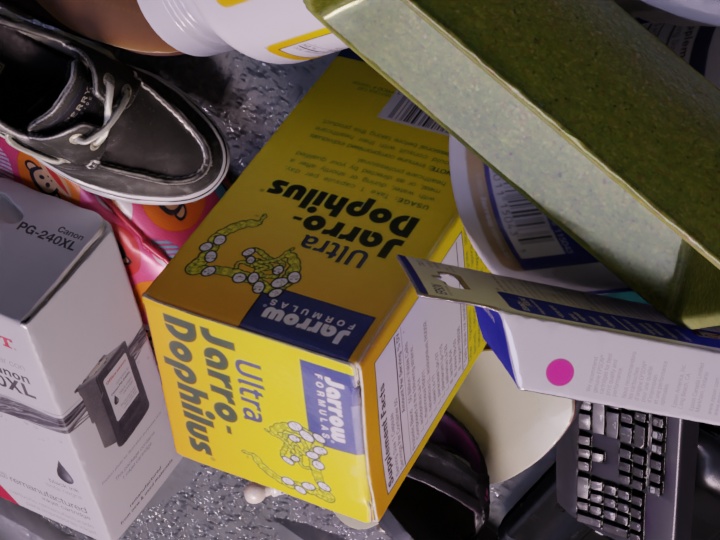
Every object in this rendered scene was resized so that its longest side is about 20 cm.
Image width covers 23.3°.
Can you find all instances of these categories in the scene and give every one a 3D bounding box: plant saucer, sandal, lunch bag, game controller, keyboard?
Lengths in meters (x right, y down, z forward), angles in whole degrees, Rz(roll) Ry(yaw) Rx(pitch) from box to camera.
[{"bbox_3d":[0.065,-0.063,0.605,0.200,0.048,0.200,41,179,3],"label":"plant saucer"},{"bbox_3d":[0.019,0.084,0.891,0.048,0.075,0.200,-40,83,26],"label":"sandal"},{"bbox_3d":[-0.149,-0.021,1.021,0.200,0.082,0.176,50,144,-19],"label":"lunch bag"},{"bbox_3d":[0.154,0.140,1.001,0.104,0.042,0.200,23,143,-7],"label":"game controller"},{"bbox_3d":[0.156,0.060,0.884,0.127,0.021,0.200,12,122,27],"label":"keyboard"}]

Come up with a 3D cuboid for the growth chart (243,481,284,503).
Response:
[{"bbox_3d":[-0.027,0.056,0.987,0.018,0.145,0.200,-118,16,-46],"label":"growth chart"}]

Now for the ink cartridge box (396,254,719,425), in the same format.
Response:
[{"bbox_3d":[0.113,0.033,0.711,0.200,0.095,0.037,13,98,-6],"label":"ink cartridge box"}]

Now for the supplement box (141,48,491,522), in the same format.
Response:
[{"bbox_3d":[0.000,0.000,0.830,0.109,0.200,0.109,16,138,22],"label":"supplement box"}]

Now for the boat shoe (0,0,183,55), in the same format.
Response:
[{"bbox_3d":[-0.163,-0.164,0.894,0.200,0.070,0.070,25,178,0],"label":"boat shoe"}]

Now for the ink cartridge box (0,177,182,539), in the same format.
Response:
[{"bbox_3d":[-0.197,0.046,0.996,0.145,0.083,0.200,19,143,26],"label":"ink cartridge box"}]

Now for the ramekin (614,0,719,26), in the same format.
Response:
[{"bbox_3d":[0.120,-0.172,0.577,0.202,0.202,0.094,41,172,-7],"label":"ramekin"}]

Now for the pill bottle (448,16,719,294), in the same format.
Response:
[{"bbox_3d":[0.149,-0.054,0.730,0.200,0.120,0.120,-6,126,40],"label":"pill bottle"}]

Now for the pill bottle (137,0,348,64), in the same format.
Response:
[{"bbox_3d":[-0.009,-0.150,0.759,0.200,0.104,0.104,-10,123,42],"label":"pill bottle"}]

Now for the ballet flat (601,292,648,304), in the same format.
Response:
[{"bbox_3d":[0.172,0.025,0.806,0.200,0.072,0.072,-3,129,20],"label":"ballet flat"}]

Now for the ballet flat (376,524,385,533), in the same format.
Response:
[{"bbox_3d":[0.065,0.191,1.089,0.200,0.046,0.067,46,166,-11],"label":"ballet flat"}]

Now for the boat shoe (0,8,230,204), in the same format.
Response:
[{"bbox_3d":[-0.149,-0.082,0.877,0.200,0.071,0.064,23,-179,-27],"label":"boat shoe"}]

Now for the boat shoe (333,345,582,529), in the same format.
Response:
[{"bbox_3d":[0.057,0.088,0.955,0.200,0.063,0.071,-37,74,46],"label":"boat shoe"}]
